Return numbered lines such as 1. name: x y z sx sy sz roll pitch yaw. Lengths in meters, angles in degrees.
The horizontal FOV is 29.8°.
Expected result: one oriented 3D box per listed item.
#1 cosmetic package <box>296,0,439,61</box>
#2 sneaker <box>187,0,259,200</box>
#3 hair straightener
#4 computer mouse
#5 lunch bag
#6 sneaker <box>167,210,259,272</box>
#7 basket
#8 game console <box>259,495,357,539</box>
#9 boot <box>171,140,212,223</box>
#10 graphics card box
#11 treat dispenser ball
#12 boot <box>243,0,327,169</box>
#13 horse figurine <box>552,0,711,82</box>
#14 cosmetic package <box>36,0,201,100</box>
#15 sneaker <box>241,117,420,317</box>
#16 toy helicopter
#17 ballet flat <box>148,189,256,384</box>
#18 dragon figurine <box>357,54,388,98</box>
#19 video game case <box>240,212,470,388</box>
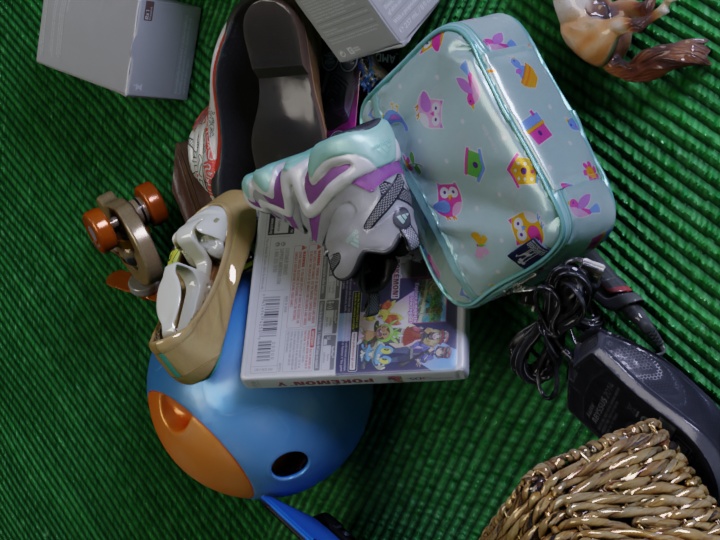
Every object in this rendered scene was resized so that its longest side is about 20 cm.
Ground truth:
1. cosmetic package: -0.022 -0.283 1.097 0.090 0.107 0.200 -4 131 49
2. sneaker: -0.122 -0.162 1.270 0.108 0.067 0.202 -142 55 -61
3. hair straightener: 0.160 0.006 1.050 0.200 0.041 0.077 48 125 30
4. computer mouse: 0.201 0.087 0.969 0.200 0.053 0.139 48 146 21
5. lunch bag: 0.089 -0.074 1.011 0.160 0.077 0.200 -36 76 46
6. sneaker: -0.133 -0.020 1.250 0.200 0.075 0.076 -33 62 46
7. basket: 0.166 0.226 0.922 0.149 0.143 0.200 57 153 31
8. game console: -0.011 0.303 1.162 0.200 0.118 0.171 37 118 33
9. boot: -0.166 -0.022 1.381 0.186 0.064 0.200 -37 66 29
10. graphics card box: -0.029 -0.112 1.239 0.125 0.051 0.200 14 100 48
11. treat dispenser ball: -0.089 0.101 1.197 0.201 0.201 0.201 2 92 48
12. boot: -0.053 -0.145 1.188 0.074 0.075 0.200 7 114 22
13. horse figurine: 0.177 -0.214 1.004 0.200 0.050 0.133 64 145 17
14. cosmetic package: -0.267 -0.256 1.472 0.200 0.090 0.107 25 109 42
15. sneaker: -0.019 -0.029 1.057 0.200 0.078 0.140 -14 98 64
16. toy helicopter: -0.255 -0.025 1.474 0.200 0.079 0.132 14 131 64
17. ballet flat: -0.130 -0.002 1.116 0.069 0.063 0.200 -20 45 30
18. dragon figurine: 0.076 -0.127 1.114 0.200 0.059 0.099 52 128 27
19. video game case: 0.000 0.000 1.105 0.182 0.023 0.200 -3 59 13
